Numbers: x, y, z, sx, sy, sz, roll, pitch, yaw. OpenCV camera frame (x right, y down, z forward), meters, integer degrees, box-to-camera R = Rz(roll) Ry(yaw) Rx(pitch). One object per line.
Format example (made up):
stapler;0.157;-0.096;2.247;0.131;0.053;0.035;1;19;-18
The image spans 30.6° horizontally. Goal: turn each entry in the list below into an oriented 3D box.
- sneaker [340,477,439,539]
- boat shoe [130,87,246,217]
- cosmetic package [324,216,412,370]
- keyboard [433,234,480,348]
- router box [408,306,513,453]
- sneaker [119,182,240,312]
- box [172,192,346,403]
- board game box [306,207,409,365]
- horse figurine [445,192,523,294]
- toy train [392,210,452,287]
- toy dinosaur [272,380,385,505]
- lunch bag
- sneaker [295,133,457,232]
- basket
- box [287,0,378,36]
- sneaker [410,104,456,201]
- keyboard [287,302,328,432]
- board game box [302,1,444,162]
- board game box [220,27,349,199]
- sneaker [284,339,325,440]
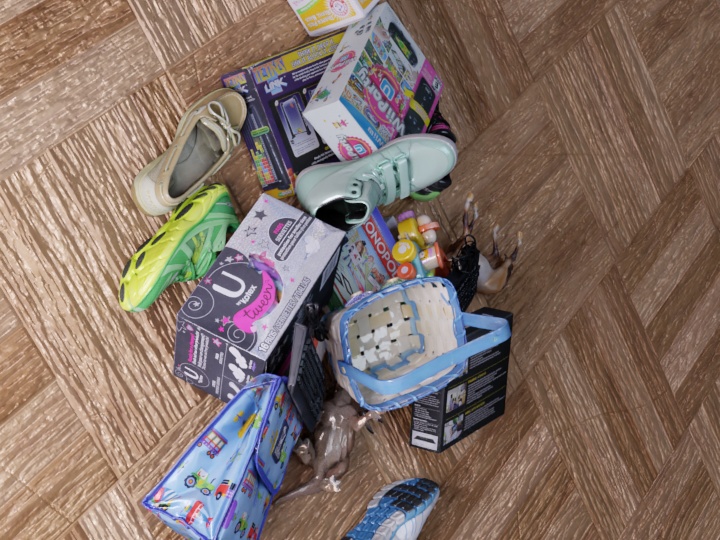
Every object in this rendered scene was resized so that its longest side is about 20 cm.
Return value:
sneaker;0.037;0.342;1.661;0.200;0.075;0.087;-41;122;-37
boat shoe;-0.183;-0.139;1.509;0.073;0.063;0.201;56;50;-23
cosmetic package;0.036;0.054;1.719;0.151;0.051;0.201;-50;117;-42
keyboard;0.134;0.023;1.674;0.200;0.039;0.105;-49;141;-65
router box;0.137;0.142;1.753;0.200;0.051;0.150;-18;115;-57
sneaker;-0.193;-0.018;1.472;0.084;0.074;0.200;54;48;-20
box;-0.115;0.036;1.478;0.114;0.132;0.200;25;54;8
board game box;0.000;0.000;1.636;0.135;0.029;0.201;-44;111;-41
horse figurine;0.166;-0.019;1.865;0.200;0.050;0.133;34;72;-45
toy train;0.099;-0.003;1.693;0.151;0.055;0.200;61;16;-15
toy dinosaur;-0.031;0.207;1.604;0.085;0.136;0.201;26;82;5
lunch bag;-0.126;0.200;1.408;0.201;0.094;0.151;-60;161;-16
sneaker;0.028;-0.093;1.540;0.118;0.199;0.074;-111;-175;-59
basket;0.051;0.085;1.508;0.176;0.200;0.140;-22;110;-28
box;-0.055;-0.417;1.673;0.200;0.101;0.113;57;48;-23
sneaker;0.097;-0.197;1.801;0.076;0.084;0.201;-5;86;-38
keyboard;-0.053;0.098;1.446;0.200;0.020;0.128;79;15;-71
board game box;0.021;-0.215;1.655;0.148;0.064;0.201;50;44;-29
board game box;-0.065;-0.197;1.655;0.200;0.057;0.166;-30;102;-45
sneaker;-0.107;0.149;1.549;0.082;0.077;0.201;26;58;-16
